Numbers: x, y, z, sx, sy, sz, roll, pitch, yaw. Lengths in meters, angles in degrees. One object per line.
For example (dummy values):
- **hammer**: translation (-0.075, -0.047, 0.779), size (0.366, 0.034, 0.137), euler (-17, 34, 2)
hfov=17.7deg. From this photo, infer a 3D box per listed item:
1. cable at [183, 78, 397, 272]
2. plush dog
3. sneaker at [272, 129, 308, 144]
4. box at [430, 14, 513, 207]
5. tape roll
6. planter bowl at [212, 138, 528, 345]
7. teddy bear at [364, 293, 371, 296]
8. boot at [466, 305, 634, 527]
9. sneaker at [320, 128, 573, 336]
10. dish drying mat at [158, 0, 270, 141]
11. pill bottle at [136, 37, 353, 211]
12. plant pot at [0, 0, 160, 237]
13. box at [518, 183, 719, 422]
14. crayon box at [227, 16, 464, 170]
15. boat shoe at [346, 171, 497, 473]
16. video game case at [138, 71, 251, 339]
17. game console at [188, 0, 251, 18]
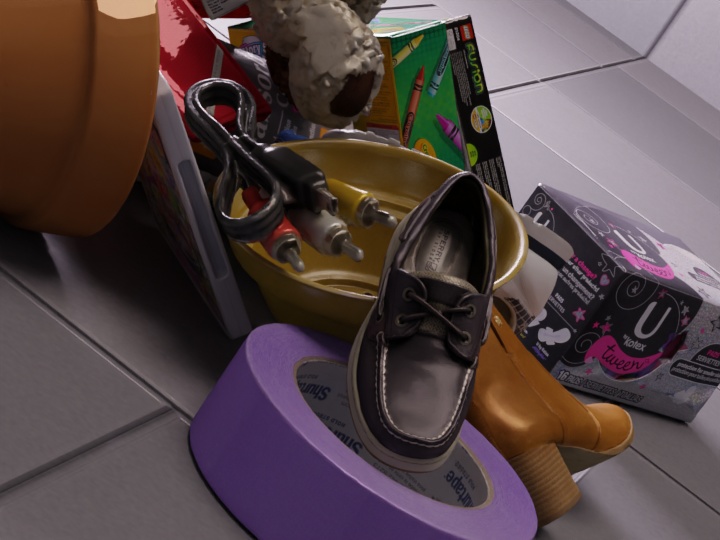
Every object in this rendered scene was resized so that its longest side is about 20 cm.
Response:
- **cable**: translation (-0.068, -0.056, 1.426), size (0.097, 0.050, 0.200), euler (-23, 35, -24)
- **plush dog**: translation (-0.032, -0.202, 1.580), size (0.160, 0.200, 0.172), euler (25, -5, 3)
- **sneaker**: translation (0.013, -0.046, 1.630), size (0.200, 0.085, 0.077), euler (17, 1, -33)
- **box**: translation (0.059, -0.088, 1.751), size (0.035, 0.201, 0.110), euler (-20, 12, -36)
- **tape roll**: translation (0.002, 0.116, 1.332), size (0.200, 0.066, 0.200), euler (32, 16, -10)
- **planter bowl**: translation (0.000, 0.000, 1.463), size (0.200, 0.084, 0.201), euler (9, 30, -5)
- **teddy bear**: translation (0.029, 0.034, 1.609), size (0.145, 0.067, 0.200), euler (43, 18, 34)
- **boot**: translation (0.115, 0.078, 1.568), size (0.144, 0.071, 0.201), euler (61, 24, -4)
- **sneaker**: translation (0.051, -0.028, 1.579), size (0.200, 0.081, 0.076), euler (31, 1, -17)
- **dish drying mat**: translation (-0.144, -0.171, 1.553), size (0.077, 0.018, 0.200), euler (-25, 71, -40)
- **pill bottle**: translation (-0.111, -0.106, 1.645), size (0.200, 0.117, 0.116), euler (20, 21, -38)
- **plant pot**: translation (-0.224, -0.123, 1.386), size (0.140, 0.200, 0.200), euler (2, 32, -31)
- **box**: translation (0.210, 0.028, 1.886), size (0.200, 0.115, 0.132), euler (17, 23, -44)
- **crayon box**: translation (-0.013, -0.129, 1.745), size (0.058, 0.119, 0.200), euler (-20, 20, -36)
- **boat shoe**: translation (0.040, 0.024, 1.316), size (0.072, 0.065, 0.200), euler (18, 47, -3)
- **video game case**: translation (-0.125, -0.068, 1.469), size (0.143, 0.018, 0.200), euler (54, -16, 48)
- **game console**: translation (-0.165, -0.240, 1.712), size (0.173, 0.119, 0.200), euler (60, -1, -4)
